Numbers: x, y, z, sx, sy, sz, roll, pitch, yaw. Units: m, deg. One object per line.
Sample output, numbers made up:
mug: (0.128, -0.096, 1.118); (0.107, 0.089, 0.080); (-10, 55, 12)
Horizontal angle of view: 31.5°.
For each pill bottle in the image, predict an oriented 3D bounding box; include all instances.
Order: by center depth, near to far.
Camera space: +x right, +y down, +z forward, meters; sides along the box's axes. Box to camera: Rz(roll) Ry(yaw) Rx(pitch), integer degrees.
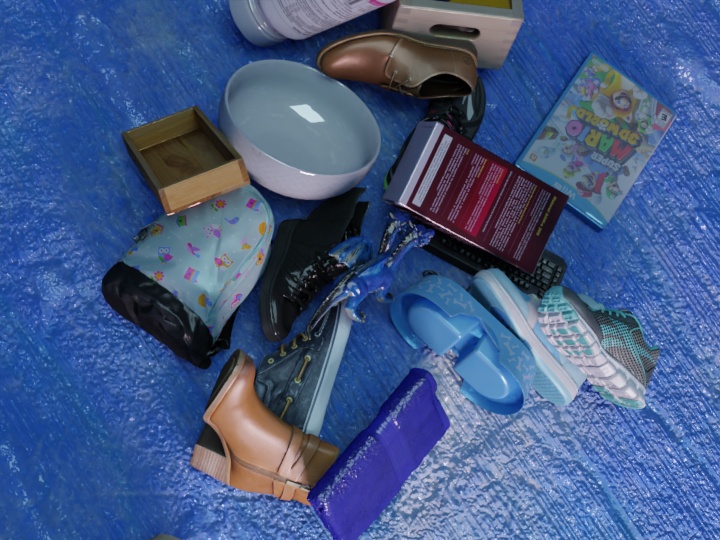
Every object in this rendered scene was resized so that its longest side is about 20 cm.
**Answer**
pill bottle: (-0.055, -0.344, 1.527); (0.113, 0.200, 0.114); (26, 57, -48)

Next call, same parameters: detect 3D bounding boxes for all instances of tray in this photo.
tray: (-0.203, -0.129, 1.461); (0.098, 0.200, 0.037); (-23, 120, -12)

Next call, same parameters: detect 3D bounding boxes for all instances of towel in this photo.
towel: (0.019, 0.211, 1.452); (0.049, 0.148, 0.200); (31, 70, 29)

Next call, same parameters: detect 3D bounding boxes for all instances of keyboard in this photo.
keyboard: (0.151, -0.005, 1.585); (0.200, 0.021, 0.127); (27, 73, -3)

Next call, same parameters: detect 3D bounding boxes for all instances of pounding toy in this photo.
pounding toy: (0.135, -0.371, 1.591); (0.199, 0.142, 0.185); (4, 60, -10)

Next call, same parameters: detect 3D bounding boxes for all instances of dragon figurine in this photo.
dragon figurine: (0.000, 0.000, 1.445); (0.200, 0.100, 0.059); (-26, 47, -37)

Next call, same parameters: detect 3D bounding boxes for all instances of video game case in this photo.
video game case: (0.306, -0.169, 1.656); (0.143, 0.018, 0.200); (36, 73, -2)

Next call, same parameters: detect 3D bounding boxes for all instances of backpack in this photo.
backpack: (-0.181, -0.011, 1.466); (0.167, 0.127, 0.200); (37, 69, 3)

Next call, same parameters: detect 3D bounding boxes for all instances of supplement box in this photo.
supplement box: (0.139, -0.086, 1.525); (0.200, 0.061, 0.109); (27, 87, -20)

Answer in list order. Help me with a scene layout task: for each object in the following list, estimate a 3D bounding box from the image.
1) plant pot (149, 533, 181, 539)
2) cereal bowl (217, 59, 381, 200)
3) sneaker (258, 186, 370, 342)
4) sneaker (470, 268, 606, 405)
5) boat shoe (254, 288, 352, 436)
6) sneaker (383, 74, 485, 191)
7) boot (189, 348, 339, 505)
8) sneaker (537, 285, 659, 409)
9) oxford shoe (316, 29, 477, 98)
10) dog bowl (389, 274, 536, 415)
plant pot: (-0.235, 0.387, 1.346); (0.187, 0.187, 0.200); (37, 59, -1)
cereal bowl: (-0.081, -0.157, 1.524); (0.200, 0.083, 0.200); (17, 43, -17)
sneaker: (-0.051, -0.007, 1.496); (0.104, 0.060, 0.200); (-3, 54, 18)
sneaker: (0.226, 0.050, 1.547); (0.131, 0.079, 0.200); (-43, 110, -19)
boat shoe: (-0.070, 0.099, 1.489); (0.091, 0.071, 0.201); (17, 74, -6)
sneaker: (0.103, -0.168, 1.581); (0.077, 0.084, 0.200); (30, 73, -3)
boot: (-0.098, 0.181, 1.407); (0.155, 0.200, 0.077); (20, 36, 0)
sneaker: (0.284, 0.073, 1.499); (0.200, 0.077, 0.091); (47, 65, -30)
oxford shoe: (0.045, -0.244, 1.548); (0.199, 0.071, 0.071); (2, 54, -2)
dog bowl: (0.126, 0.085, 1.516); (0.200, 0.111, 0.050); (43, 59, 2)
